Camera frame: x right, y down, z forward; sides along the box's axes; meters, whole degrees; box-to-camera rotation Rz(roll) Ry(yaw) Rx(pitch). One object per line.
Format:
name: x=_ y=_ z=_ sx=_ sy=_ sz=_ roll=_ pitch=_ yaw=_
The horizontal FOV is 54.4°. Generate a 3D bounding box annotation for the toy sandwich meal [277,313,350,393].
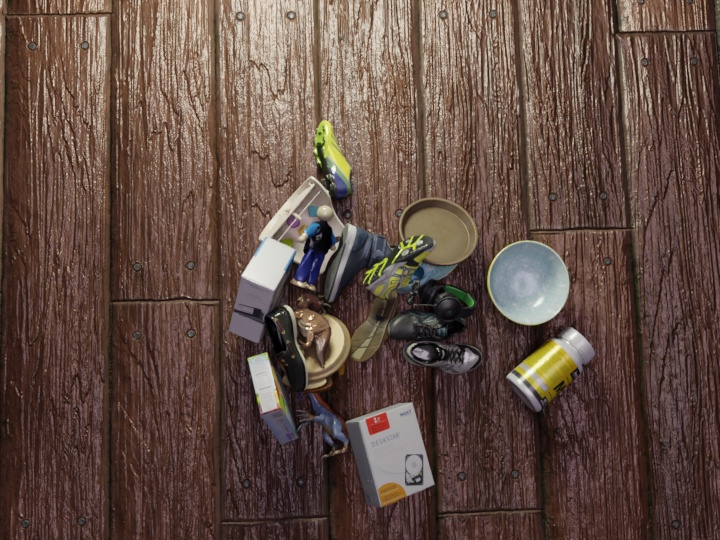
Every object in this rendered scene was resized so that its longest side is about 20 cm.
toy sandwich meal: x=-0.110 y=0.199 z=1.689 sx=0.203 sy=0.071 sz=0.207 roll=-5 pitch=53 yaw=7

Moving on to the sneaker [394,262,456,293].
sneaker: x=0.172 y=-0.004 z=1.722 sx=0.199 sy=0.082 sz=0.074 roll=-34 pitch=88 yaw=-5

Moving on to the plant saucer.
plant saucer: x=0.190 y=-0.092 z=1.722 sx=0.198 sy=0.030 sz=0.202 roll=3 pitch=59 yaw=-6

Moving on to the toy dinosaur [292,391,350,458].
toy dinosaur: x=-0.089 y=0.359 z=1.702 sx=0.199 sy=0.105 sz=0.183 roll=-5 pitch=73 yaw=-37

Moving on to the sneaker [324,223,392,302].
sneaker: x=0.001 y=0.000 z=1.718 sx=0.145 sy=0.077 sz=0.204 roll=15 pitch=108 yaw=-22

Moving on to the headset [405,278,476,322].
headset: x=0.192 y=0.060 z=1.671 sx=0.198 sy=0.123 sz=0.095 roll=-2 pitch=120 yaw=-34

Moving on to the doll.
doll: x=-0.108 y=-0.057 z=1.661 sx=0.048 sy=0.136 sz=0.202 roll=18 pitch=89 yaw=36

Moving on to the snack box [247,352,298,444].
snack box: x=-0.198 y=0.294 z=1.601 sx=0.052 sy=0.201 sz=0.143 roll=-17 pitch=57 yaw=-3

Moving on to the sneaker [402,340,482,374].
sneaker: x=0.202 y=0.212 z=1.702 sx=0.198 sy=0.088 sz=0.076 roll=4 pitch=83 yaw=-3

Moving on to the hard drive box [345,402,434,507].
hard drive box: x=0.069 y=0.432 z=1.656 sx=0.155 sy=0.077 sz=0.202 roll=-14 pitch=85 yaw=-28

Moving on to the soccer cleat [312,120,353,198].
soccer cleat: x=-0.065 y=-0.277 z=1.759 sx=0.083 sy=0.065 sz=0.202 roll=-5 pitch=80 yaw=-32

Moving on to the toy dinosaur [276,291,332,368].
toy dinosaur: x=-0.111 y=0.123 z=1.651 sx=0.135 sy=0.086 sz=0.200 roll=-25 pitch=61 yaw=-26

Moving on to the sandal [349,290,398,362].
sandal: x=0.043 y=0.140 z=1.718 sx=0.080 sy=0.054 sz=0.201 roll=16 pitch=69 yaw=32

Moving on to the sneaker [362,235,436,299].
sneaker: x=0.100 y=-0.010 z=1.655 sx=0.199 sy=0.076 sz=0.076 roll=-35 pitch=117 yaw=20

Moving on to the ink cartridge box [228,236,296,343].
ink cartridge box: x=-0.229 y=0.047 z=1.624 sx=0.084 sy=0.201 sz=0.145 roll=24 pitch=45 yaw=0

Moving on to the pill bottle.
pill bottle: x=0.462 y=0.236 z=1.695 sx=0.200 sy=0.114 sz=0.115 roll=-40 pitch=87 yaw=-5

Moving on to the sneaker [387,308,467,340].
sneaker: x=0.163 y=0.133 z=1.687 sx=0.198 sy=0.079 sz=0.076 roll=-10 pitch=109 yaw=-16

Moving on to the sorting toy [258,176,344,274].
sorting toy: x=-0.126 y=-0.091 z=1.716 sx=0.180 sy=0.107 sz=0.200 roll=42 pitch=79 yaw=-12

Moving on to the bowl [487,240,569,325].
bowl: x=0.398 y=0.034 z=1.714 sx=0.198 sy=0.108 sz=0.202 roll=0 pitch=84 yaw=-3

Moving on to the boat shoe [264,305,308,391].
boat shoe: x=-0.169 y=0.183 z=1.579 sx=0.063 sy=0.073 sz=0.203 roll=-22 pitch=106 yaw=-37
